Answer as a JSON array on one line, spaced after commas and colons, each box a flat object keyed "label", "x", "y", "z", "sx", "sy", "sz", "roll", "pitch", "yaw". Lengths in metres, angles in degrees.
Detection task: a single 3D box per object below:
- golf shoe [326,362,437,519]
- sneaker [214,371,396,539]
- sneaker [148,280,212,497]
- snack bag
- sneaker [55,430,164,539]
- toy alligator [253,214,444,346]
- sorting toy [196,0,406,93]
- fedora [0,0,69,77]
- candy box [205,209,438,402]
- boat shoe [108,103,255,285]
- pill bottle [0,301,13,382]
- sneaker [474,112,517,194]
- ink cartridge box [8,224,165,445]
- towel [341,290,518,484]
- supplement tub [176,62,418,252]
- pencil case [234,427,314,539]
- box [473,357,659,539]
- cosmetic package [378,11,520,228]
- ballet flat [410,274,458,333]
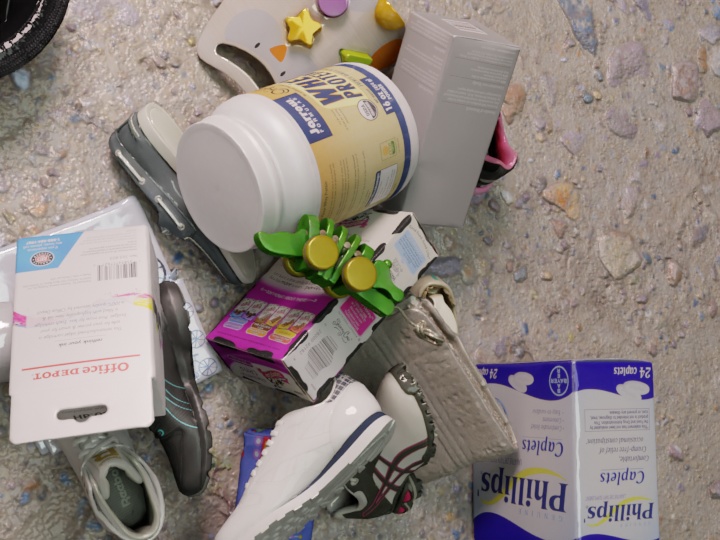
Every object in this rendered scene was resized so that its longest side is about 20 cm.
[{"label": "golf shoe", "x": 0.019, "y": 0.178, "z": 0.987, "sx": 0.088, "sy": 0.077, "sz": 0.200, "roll": -13, "pitch": 133, "yaw": -23}, {"label": "sneaker", "x": -0.062, "y": 0.182, "z": 0.922, "sx": 0.200, "sy": 0.076, "sz": 0.081, "roll": -42, "pitch": 71, "yaw": -11}, {"label": "sneaker", "x": -0.187, "y": 0.113, "z": 0.936, "sx": 0.079, "sy": 0.075, "sz": 0.200, "roll": -11, "pitch": 83, "yaw": -18}, {"label": "snack bag", "x": -0.249, "y": 0.045, "z": 0.953, "sx": 0.188, "sy": 0.021, "sz": 0.200, "roll": -24, "pitch": 95, "yaw": -26}, {"label": "sneaker", "x": -0.227, "y": 0.144, "z": 0.880, "sx": 0.074, "sy": 0.116, "sz": 0.200, "roll": -30, "pitch": 97, "yaw": -23}, {"label": "toy alligator", "x": 0.000, "y": 0.000, "z": 0.894, "sx": 0.200, "sy": 0.059, "sz": 0.054, "roll": 29, "pitch": 72, "yaw": -19}, {"label": "sorting toy", "x": -0.067, "y": -0.243, "z": 1.048, "sx": 0.180, "sy": 0.107, "sz": 0.200, "roll": -45, "pitch": 104, "yaw": -3}, {"label": "fedora", "x": -0.357, "y": -0.250, "z": 0.895, "sx": 0.200, "sy": 0.092, "sz": 0.201, "roll": 3, "pitch": 83, "yaw": -25}, {"label": "candy box", "x": -0.037, "y": 0.025, "z": 0.987, "sx": 0.200, "sy": 0.136, "sz": 0.061, "roll": -49, "pitch": 123, "yaw": -23}, {"label": "boat shoe", "x": -0.173, "y": -0.065, "z": 0.993, "sx": 0.062, "sy": 0.073, "sz": 0.200, "roll": -26, "pitch": 107, "yaw": 17}, {"label": "pill bottle", "x": -0.389, "y": 0.068, "z": 0.833, "sx": 0.200, "sy": 0.111, "sz": 0.111, "roll": -4, "pitch": 86, "yaw": -27}, {"label": "sneaker", "x": 0.118, "y": -0.186, "z": 1.118, "sx": 0.079, "sy": 0.095, "sz": 0.200, "roll": -25, "pitch": 94, "yaw": -24}, {"label": "ink cartridge box", "x": -0.227, "y": 0.064, "z": 0.850, "sx": 0.115, "sy": 0.068, "sz": 0.200, "roll": -7, "pitch": 54, "yaw": -6}, {"label": "towel", "x": 0.059, "y": 0.124, "z": 1.042, "sx": 0.200, "sy": 0.132, "sz": 0.034, "roll": 58, "pitch": 29, "yaw": -11}, {"label": "supplement tub", "x": -0.058, "y": -0.107, "z": 0.956, "sx": 0.200, "sy": 0.144, "sz": 0.145, "roll": -27, "pitch": 96, "yaw": -40}, {"label": "pencil case", "x": -0.081, "y": 0.250, "z": 0.979, "sx": 0.087, "sy": 0.078, "sz": 0.200, "roll": 7, "pitch": 82, "yaw": -1}, {"label": "box", "x": 0.210, "y": 0.195, "z": 1.068, "sx": 0.105, "sy": 0.184, "sz": 0.200, "roll": 2, "pitch": 83, "yaw": -27}, {"label": "cosmetic package", "x": 0.078, "y": -0.153, "z": 1.042, "sx": 0.090, "sy": 0.107, "sz": 0.200, "roll": 2, "pitch": 117, "yaw": -26}, {"label": "ballet flat", "x": 0.084, "y": 0.103, "z": 1.084, "sx": 0.069, "sy": 0.069, "sz": 0.200, "roll": -5, "pitch": 87, "yaw": -26}]
